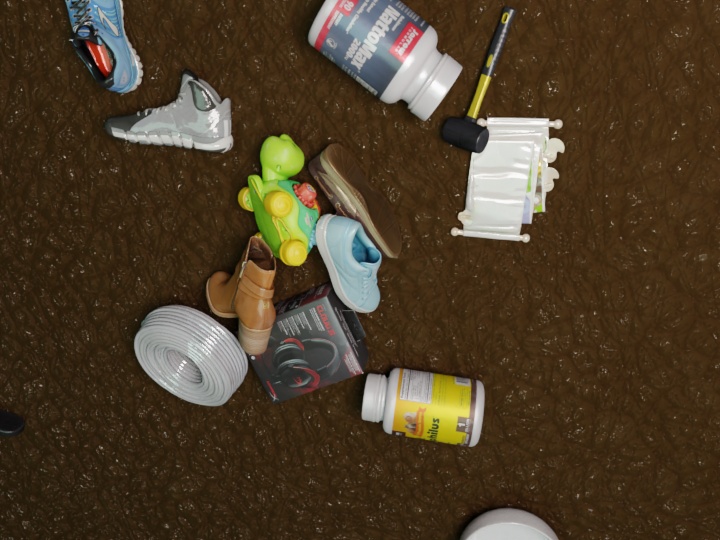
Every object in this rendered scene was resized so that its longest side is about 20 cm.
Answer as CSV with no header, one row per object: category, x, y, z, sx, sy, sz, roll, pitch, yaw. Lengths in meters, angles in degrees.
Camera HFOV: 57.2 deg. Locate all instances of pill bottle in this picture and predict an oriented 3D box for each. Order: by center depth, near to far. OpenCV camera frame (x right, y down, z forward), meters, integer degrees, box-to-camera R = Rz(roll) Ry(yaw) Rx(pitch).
pill bottle,0.038,-0.305,0.910,0.199,0.120,0.120,36,112,-6
pill bottle,0.104,0.226,1.111,0.196,0.110,0.111,8,112,6

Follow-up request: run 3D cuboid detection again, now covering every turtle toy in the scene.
turtle toy,-0.116,-0.103,1.014,0.100,0.145,0.204,-24,112,-26

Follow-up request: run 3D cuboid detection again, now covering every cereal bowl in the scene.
cereal bowl,0.273,0.516,1.212,0.196,0.084,0.204,3,112,8

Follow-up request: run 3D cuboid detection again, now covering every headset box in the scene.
headset box,-0.087,0.119,1.118,0.197,0.075,0.151,-21,106,16

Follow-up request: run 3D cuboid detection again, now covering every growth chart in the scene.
growth chart,0.224,-0.135,1.001,0.142,0.018,0.204,10,112,4

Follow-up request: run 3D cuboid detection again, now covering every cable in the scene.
cable,-0.291,0.146,1.131,0.200,0.070,0.199,44,136,-11

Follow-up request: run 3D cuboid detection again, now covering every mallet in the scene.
mallet,0.184,-0.265,0.938,0.065,0.041,0.203,35,112,26

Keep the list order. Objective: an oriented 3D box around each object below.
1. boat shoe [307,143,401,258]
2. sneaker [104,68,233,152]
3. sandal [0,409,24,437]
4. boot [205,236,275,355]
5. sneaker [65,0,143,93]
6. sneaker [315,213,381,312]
boat shoe,-0.010,-0.098,1.032,0.071,0.072,0.201,-25,112,38
sneaker,-0.290,-0.252,1.015,0.196,0.075,0.118,6,108,-5
sandal,-0.759,0.289,1.292,0.197,0.075,0.046,23,113,-3
boot,-0.182,0.013,1.040,0.073,0.200,0.157,-11,128,-34
sneaker,-0.390,-0.362,0.970,0.077,0.090,0.203,-17,107,15
sneaker,0.000,0.000,1.021,0.081,0.075,0.201,10,146,36
